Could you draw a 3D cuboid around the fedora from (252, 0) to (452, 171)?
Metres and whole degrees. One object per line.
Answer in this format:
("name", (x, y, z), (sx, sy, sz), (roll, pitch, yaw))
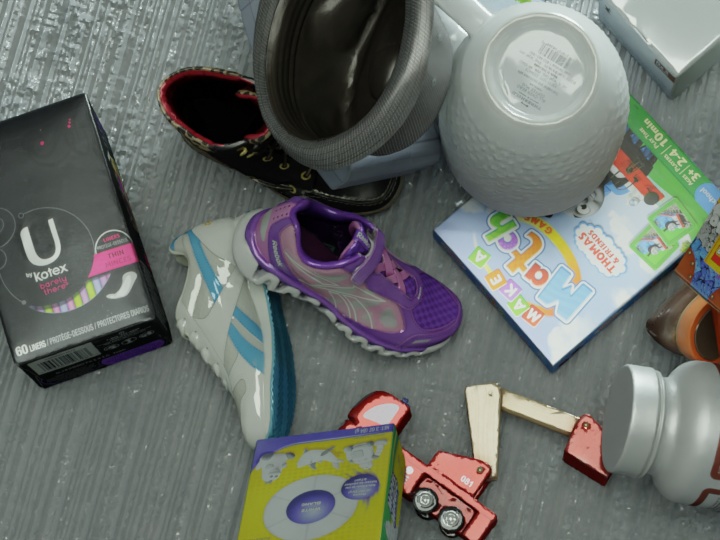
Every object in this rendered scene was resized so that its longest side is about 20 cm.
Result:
("fedora", (0.007, -0.166, 1.559), (0.176, 0.090, 0.201), (-14, 70, 39))

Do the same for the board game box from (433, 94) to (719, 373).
("board game box", (0.183, -0.038, 1.729), (0.200, 0.037, 0.151), (-40, 78, -5))

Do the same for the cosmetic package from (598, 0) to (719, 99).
("cosmetic package", (0.303, -0.247, 1.754), (0.200, 0.074, 0.102), (-39, 78, -4))

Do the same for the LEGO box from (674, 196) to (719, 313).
("LEGO box", (0.364, -0.016, 1.611), (0.149, 0.200, 0.077), (-60, 35, 14))

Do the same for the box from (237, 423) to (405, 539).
("box", (-0.033, 0.199, 1.574), (0.117, 0.049, 0.200), (-8, 36, 11))

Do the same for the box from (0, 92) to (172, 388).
("box", (-0.243, -0.023, 1.713), (0.122, 0.106, 0.201), (-19, 76, -2))

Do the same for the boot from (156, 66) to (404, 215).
("boot", (-0.067, -0.105, 1.696), (0.199, 0.151, 0.073), (24, 87, 10))

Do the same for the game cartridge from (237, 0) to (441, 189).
("game cartridge", (-0.022, -0.164, 1.662), (0.133, 0.041, 0.201), (-16, 78, -44))

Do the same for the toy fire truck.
("toy fire truck", (0.093, 0.142, 1.685), (0.200, 0.049, 0.141), (35, 81, 11))

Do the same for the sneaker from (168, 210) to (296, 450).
("sneaker", (-0.102, 0.055, 1.709), (0.080, 0.077, 0.201), (-14, 69, 7))

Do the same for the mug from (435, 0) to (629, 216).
("mug", (0.116, -0.148, 1.622), (0.148, 0.175, 0.200), (-44, 81, -6))

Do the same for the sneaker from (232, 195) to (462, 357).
("sneaker", (0.000, 0.000, 1.676), (0.200, 0.088, 0.081), (27, 55, -16))

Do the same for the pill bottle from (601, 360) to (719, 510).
("pill bottle", (0.293, 0.131, 1.626), (0.199, 0.112, 0.113), (11, 77, -7))

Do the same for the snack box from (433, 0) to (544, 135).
("snack box", (0.050, -0.203, 1.758), (0.199, 0.068, 0.169), (9, 79, 6))

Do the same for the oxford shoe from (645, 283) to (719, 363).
("oxford shoe", (0.313, 0.000, 1.696), (0.200, 0.073, 0.072), (-32, 116, -23))
